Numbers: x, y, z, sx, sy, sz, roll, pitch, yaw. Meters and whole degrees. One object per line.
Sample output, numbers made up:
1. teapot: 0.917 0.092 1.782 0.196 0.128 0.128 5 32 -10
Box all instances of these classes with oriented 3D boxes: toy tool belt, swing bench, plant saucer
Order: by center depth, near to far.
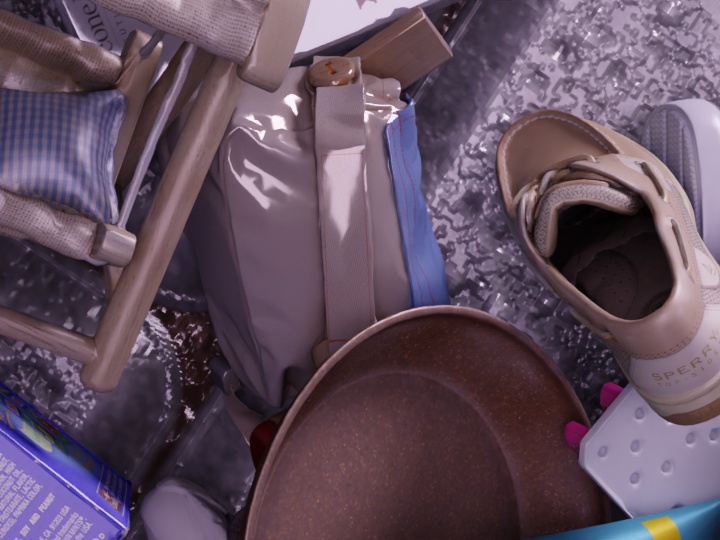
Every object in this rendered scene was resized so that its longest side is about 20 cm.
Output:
1. swing bench: -0.137 -0.096 0.683 0.198 0.130 0.201 21 117 -22
2. plant saucer: 0.021 0.114 0.753 0.199 0.036 0.202 -1 91 -42
3. toy tool belt: 0.000 0.000 0.811 0.122 0.125 0.201 -23 119 -19

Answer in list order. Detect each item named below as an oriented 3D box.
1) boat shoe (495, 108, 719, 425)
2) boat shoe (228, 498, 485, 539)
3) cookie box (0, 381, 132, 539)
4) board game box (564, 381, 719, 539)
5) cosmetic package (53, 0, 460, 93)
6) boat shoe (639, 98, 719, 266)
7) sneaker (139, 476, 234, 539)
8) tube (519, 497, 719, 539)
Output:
1. boat shoe: 0.097 -0.019 0.787 0.072 0.200 0.065 -38 125 9
2. boat shoe: 0.029 0.142 0.828 0.199 0.059 0.072 28 76 -38
3. cookie box: -0.190 0.060 0.776 0.200 0.171 0.075 39 85 -4
4. board game box: 0.204 0.059 0.834 0.200 0.026 0.200 -49 120 -8
5. cosmetic package: -0.034 -0.140 0.832 0.199 0.071 0.102 -24 94 -3
6. boat shoe: 0.163 0.022 0.863 0.062 0.072 0.202 -10 102 -19
7. sneaker: -0.065 0.191 0.838 0.099 0.078 0.201 -22 93 -1
8. tube: 0.077 0.130 0.744 0.199 0.050 0.078 -1 112 -41
